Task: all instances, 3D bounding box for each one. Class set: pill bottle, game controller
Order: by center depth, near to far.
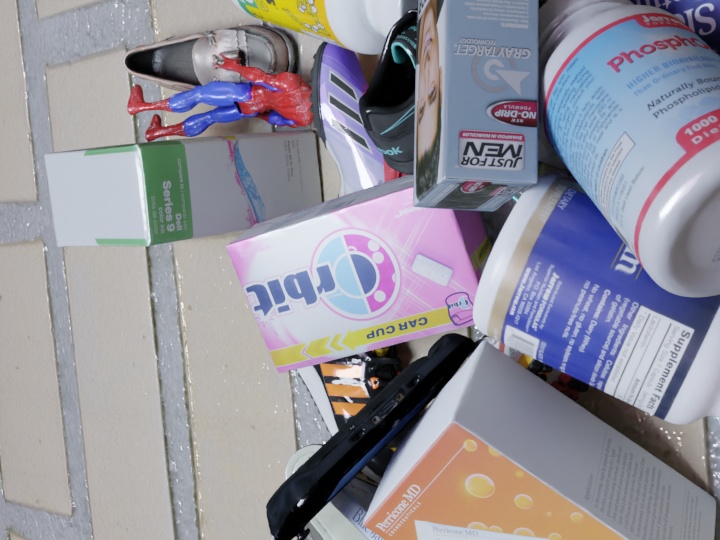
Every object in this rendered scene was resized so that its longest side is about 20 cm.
[{"bbox_3d":[0.172,-0.087,0.655,0.109,0.108,0.200,-62,36,31],"label":"pill bottle"},{"bbox_3d":[0.182,0.027,0.700,0.199,0.116,0.116,25,116,15],"label":"pill bottle"},{"bbox_3d":[0.010,0.122,0.816,0.042,0.200,0.104,47,151,3],"label":"game controller"},{"bbox_3d":[-0.012,-0.236,0.878,0.200,0.112,0.113,28,115,38],"label":"pill bottle"}]

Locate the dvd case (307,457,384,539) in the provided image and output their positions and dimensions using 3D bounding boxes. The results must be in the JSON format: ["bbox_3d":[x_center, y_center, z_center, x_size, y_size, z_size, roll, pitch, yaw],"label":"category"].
[{"bbox_3d":[0.054,0.221,0.859,0.200,0.142,0.018,34,91,45],"label":"dvd case"}]

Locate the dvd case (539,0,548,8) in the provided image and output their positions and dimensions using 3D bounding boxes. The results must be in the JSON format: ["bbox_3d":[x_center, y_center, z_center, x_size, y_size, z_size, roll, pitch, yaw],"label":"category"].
[{"bbox_3d":[0.181,-0.271,0.713,0.200,0.022,0.147,-34,58,39],"label":"dvd case"}]

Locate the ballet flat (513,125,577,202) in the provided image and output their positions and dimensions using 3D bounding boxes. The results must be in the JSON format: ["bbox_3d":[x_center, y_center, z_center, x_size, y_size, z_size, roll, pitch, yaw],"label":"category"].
[{"bbox_3d":[0.110,-0.102,0.818,0.200,0.069,0.071,43,119,36],"label":"ballet flat"}]

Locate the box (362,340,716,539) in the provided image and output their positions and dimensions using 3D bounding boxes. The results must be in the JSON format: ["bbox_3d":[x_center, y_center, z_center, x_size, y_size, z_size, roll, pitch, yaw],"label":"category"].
[{"bbox_3d":[0.124,0.166,0.762,0.200,0.098,0.125,34,125,-1],"label":"box"}]

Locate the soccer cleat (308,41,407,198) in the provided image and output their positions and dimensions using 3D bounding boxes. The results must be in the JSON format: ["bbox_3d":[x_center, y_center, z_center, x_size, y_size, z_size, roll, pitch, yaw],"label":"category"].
[{"bbox_3d":[0.010,-0.097,0.920,0.073,0.068,0.201,-9,92,32],"label":"soccer cleat"}]

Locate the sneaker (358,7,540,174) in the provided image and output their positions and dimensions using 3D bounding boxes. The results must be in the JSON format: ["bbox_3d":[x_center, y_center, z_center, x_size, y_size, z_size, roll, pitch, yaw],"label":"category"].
[{"bbox_3d":[0.070,-0.165,0.790,0.075,0.079,0.201,29,86,42],"label":"sneaker"}]

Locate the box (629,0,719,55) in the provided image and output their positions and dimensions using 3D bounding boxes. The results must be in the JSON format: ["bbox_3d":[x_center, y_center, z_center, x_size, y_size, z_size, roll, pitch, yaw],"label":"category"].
[{"bbox_3d":[0.200,-0.159,0.741,0.121,0.032,0.201,-12,89,45],"label":"box"}]

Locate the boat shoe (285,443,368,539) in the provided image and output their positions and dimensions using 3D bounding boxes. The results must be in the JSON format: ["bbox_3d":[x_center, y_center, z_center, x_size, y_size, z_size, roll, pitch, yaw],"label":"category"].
[{"bbox_3d":[-0.003,0.246,0.987,0.202,0.072,0.060,61,173,3],"label":"boat shoe"}]

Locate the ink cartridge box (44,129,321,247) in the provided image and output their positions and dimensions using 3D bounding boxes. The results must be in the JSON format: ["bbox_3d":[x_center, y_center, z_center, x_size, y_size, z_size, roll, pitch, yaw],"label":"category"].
[{"bbox_3d":[-0.153,-0.074,0.984,0.145,0.199,0.088,1,101,43],"label":"ink cartridge box"}]

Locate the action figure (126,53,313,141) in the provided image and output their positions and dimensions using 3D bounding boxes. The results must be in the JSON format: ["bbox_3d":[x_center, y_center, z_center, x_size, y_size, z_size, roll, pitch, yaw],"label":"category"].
[{"bbox_3d":[-0.108,-0.155,0.993,0.199,0.052,0.066,-2,139,20],"label":"action figure"}]

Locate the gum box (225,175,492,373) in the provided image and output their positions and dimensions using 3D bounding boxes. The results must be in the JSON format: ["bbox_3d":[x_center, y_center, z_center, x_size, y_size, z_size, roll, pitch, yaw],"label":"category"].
[{"bbox_3d":[0.000,0.000,0.871,0.199,0.066,0.114,-16,102,22],"label":"gum box"}]

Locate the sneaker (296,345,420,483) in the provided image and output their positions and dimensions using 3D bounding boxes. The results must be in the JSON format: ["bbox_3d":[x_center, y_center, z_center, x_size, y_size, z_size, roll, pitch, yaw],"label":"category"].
[{"bbox_3d":[0.007,0.093,0.943,0.200,0.070,0.090,54,132,27],"label":"sneaker"}]

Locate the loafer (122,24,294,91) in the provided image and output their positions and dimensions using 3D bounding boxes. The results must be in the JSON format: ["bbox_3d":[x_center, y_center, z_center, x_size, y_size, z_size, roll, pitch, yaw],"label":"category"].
[{"bbox_3d":[-0.149,-0.195,1.053,0.199,0.063,0.072,8,103,44],"label":"loafer"}]

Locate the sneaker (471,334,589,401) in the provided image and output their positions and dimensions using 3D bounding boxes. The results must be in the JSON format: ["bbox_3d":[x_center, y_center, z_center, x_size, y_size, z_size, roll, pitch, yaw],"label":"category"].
[{"bbox_3d":[0.117,0.094,0.847,0.201,0.077,0.082,-64,31,33],"label":"sneaker"}]

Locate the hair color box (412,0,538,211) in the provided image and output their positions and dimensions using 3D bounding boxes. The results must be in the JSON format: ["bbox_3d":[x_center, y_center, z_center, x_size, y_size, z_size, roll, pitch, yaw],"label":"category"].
[{"bbox_3d":[0.072,-0.145,0.708,0.099,0.060,0.201,139,132,-80],"label":"hair color box"}]
